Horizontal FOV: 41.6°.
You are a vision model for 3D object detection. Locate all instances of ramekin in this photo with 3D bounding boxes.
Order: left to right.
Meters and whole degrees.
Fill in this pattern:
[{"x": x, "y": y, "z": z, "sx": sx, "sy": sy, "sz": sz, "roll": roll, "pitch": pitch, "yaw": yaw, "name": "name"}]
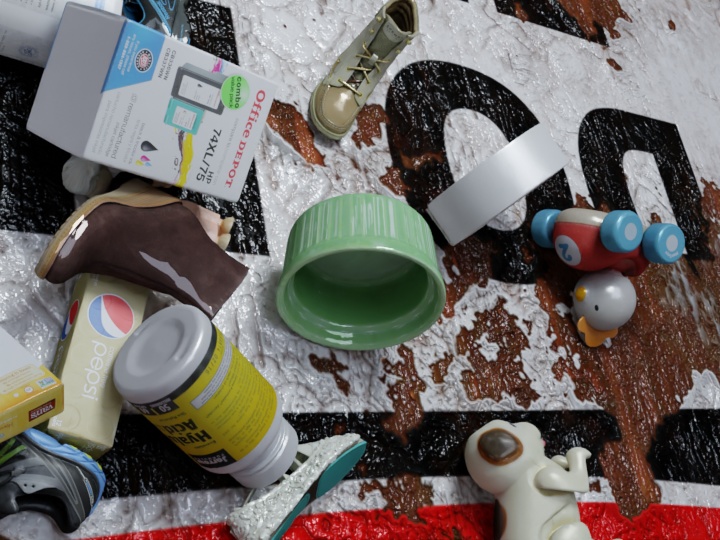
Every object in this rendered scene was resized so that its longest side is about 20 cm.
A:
[{"x": 0.000, "y": 0.000, "z": 1.136, "sx": 0.199, "sy": 0.200, "sz": 0.098, "roll": 22, "pitch": 46, "yaw": -25, "name": "ramekin"}]

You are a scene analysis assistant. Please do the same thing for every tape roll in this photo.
[{"x": 0.193, "y": -0.120, "z": 1.342, "sx": 0.202, "sy": 0.202, "sz": 0.071, "roll": -35, "pitch": 89, "yaw": -43, "name": "tape roll"}]

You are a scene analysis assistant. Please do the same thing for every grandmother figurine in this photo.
[{"x": -0.246, "y": -0.073, "z": 1.087, "sx": 0.199, "sy": 0.061, "sz": 0.121, "roll": 28, "pitch": 24, "yaw": -18, "name": "grandmother figurine"}]

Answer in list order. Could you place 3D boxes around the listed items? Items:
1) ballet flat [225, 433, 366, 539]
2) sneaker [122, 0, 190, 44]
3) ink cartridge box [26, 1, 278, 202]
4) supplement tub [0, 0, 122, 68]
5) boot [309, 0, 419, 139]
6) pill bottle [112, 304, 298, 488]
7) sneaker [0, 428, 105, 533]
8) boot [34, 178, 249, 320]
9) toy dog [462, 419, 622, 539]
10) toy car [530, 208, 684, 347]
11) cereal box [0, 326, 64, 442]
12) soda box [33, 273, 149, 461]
[{"x": -0.071, "y": 0.229, "z": 1.039, "sx": 0.072, "sy": 0.072, "sz": 0.200, "roll": 52, "pitch": 47, "yaw": 0, "name": "ballet flat"}, {"x": -0.261, "y": -0.358, "z": 1.223, "sx": 0.082, "sy": 0.073, "sz": 0.201, "roll": 13, "pitch": 57, "yaw": -29, "name": "sneaker"}, {"x": -0.225, "y": -0.181, "z": 1.038, "sx": 0.200, "sy": 0.146, "sz": 0.147, "roll": 14, "pitch": 99, "yaw": -45, "name": "ink cartridge box"}, {"x": -0.381, "y": -0.303, "z": 1.062, "sx": 0.199, "sy": 0.132, "sz": 0.132, "roll": 14, "pitch": 57, "yaw": -31, "name": "supplement tub"}, {"x": 0.008, "y": -0.287, "z": 1.327, "sx": 0.072, "sy": 0.155, "sz": 0.200, "roll": 35, "pitch": 49, "yaw": -16, "name": "boot"}, {"x": -0.148, "y": 0.136, "z": 0.966, "sx": 0.200, "sy": 0.111, "sz": 0.112, "roll": 52, "pitch": 40, "yaw": -37, "name": "pill bottle"}, {"x": -0.331, "y": 0.180, "z": 0.865, "sx": 0.199, "sy": 0.071, "sz": 0.083, "roll": 31, "pitch": 48, "yaw": -21, "name": "sneaker"}, {"x": -0.213, "y": -0.006, "z": 0.967, "sx": 0.166, "sy": 0.072, "sz": 0.200, "roll": 40, "pitch": 35, "yaw": -2, "name": "boot"}, {"x": 0.202, "y": 0.283, "z": 1.182, "sx": 0.193, "sy": 0.140, "sz": 0.201, "roll": -23, "pitch": 79, "yaw": -5, "name": "toy dog"}, {"x": 0.361, "y": 0.016, "z": 1.443, "sx": 0.176, "sy": 0.184, "sz": 0.201, "roll": 12, "pitch": 87, "yaw": -31, "name": "toy car"}, {"x": -0.379, "y": 0.088, "z": 0.836, "sx": 0.200, "sy": 0.040, "sz": 0.144, "roll": 32, "pitch": 39, "yaw": 28, "name": "cereal box"}, {"x": -0.272, "y": 0.088, "z": 0.967, "sx": 0.068, "sy": 0.064, "sz": 0.201, "roll": 23, "pitch": 53, "yaw": -25, "name": "soda box"}]
